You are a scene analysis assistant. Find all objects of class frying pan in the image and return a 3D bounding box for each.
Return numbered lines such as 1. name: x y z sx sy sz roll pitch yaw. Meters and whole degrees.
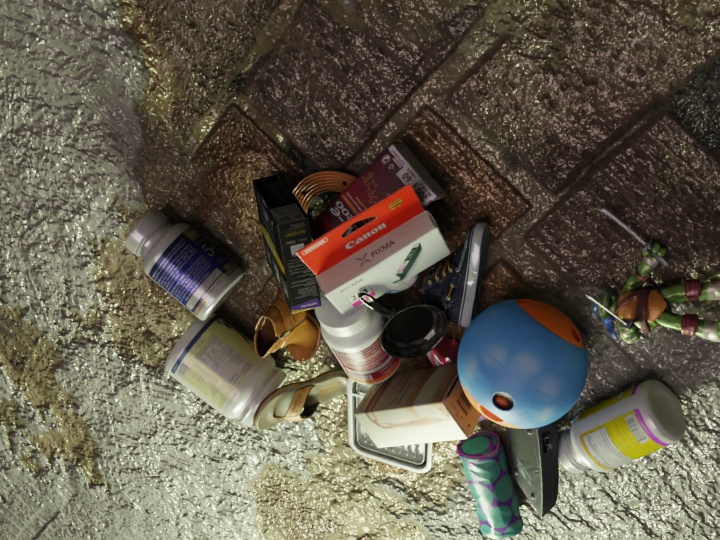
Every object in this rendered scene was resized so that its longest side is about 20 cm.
1. frying pan: 0.053 0.089 1.536 0.190 0.031 0.115 13 122 -27

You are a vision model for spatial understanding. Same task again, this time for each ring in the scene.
1. ring: -0.030 -0.078 1.606 0.200 0.019 0.201 15 126 21

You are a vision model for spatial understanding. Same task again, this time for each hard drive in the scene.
1. hard drive: 0.290 0.303 1.620 0.042 0.135 0.200 -16 122 -11

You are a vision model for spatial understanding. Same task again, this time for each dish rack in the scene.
1. dish rack: 0.060 0.274 1.771 0.171 0.044 0.200 13 125 20

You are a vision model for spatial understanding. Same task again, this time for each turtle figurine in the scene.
1. turtle figurine: 0.421 0.035 1.358 0.194 0.144 0.200 5 126 21

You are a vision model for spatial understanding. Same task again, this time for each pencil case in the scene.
1. pencil case: 0.233 0.388 1.726 0.092 0.085 0.200 29 141 58

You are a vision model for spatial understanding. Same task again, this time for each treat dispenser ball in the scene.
1. treat dispenser ball: 0.250 0.143 1.482 0.201 0.201 0.201 14 126 20

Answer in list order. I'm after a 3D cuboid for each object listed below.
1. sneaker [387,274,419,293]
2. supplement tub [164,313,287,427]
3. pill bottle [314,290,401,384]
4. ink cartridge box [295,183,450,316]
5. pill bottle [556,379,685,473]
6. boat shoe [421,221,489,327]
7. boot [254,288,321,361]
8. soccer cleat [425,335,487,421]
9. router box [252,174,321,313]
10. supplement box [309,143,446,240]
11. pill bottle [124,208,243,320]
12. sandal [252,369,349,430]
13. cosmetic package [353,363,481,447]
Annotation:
1. sneaker: 0.000 0.000 1.575 0.200 0.072 0.072 7 99 26
2. supplement tub: -0.253 0.189 1.817 0.200 0.145 0.145 37 130 2
3. pill bottle: -0.004 0.103 1.603 0.109 0.110 0.200 10 152 23
4. ink cartridge box: 0.024 -0.026 1.433 0.200 0.174 0.044 -31 60 4
5. pill bottle: 0.410 0.258 1.533 0.104 0.104 0.200 48 130 -7
6. boat shoe: 0.148 0.003 1.527 0.091 0.071 0.200 15 128 14
7. boot: -0.135 0.113 1.697 0.074 0.155 0.200 13 125 20
8. soccer cleat: 0.162 0.182 1.643 0.200 0.067 0.076 44 126 -9
9. router box: -0.120 -0.047 1.547 0.052 0.200 0.157 -13 119 -12
10. supplement box: 0.022 -0.093 1.491 0.200 0.061 0.109 -43 83 22
11. pill bottle: -0.323 -0.015 1.738 0.200 0.120 0.120 40 130 -1
12. sandal: -0.103 0.244 1.759 0.200 0.054 0.080 -21 134 -10
13. cosmetic package: 0.101 0.227 1.607 0.200 0.103 0.087 -17 116 41
